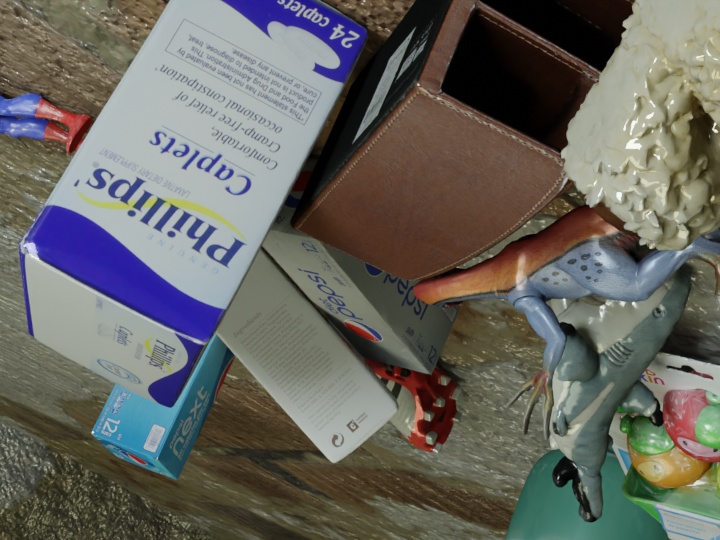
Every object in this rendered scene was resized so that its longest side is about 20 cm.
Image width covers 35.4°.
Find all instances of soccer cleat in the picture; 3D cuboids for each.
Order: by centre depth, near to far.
[{"bbox_3d":[0.032,0.099,1.033,0.085,0.069,0.200,20,157,36],"label":"soccer cleat"}]

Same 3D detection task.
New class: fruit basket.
[{"bbox_3d":[0.246,0.126,0.801,0.185,0.094,0.200,9,151,37],"label":"fruit basket"}]

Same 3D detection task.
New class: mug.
[{"bbox_3d":[0.212,0.231,1.068,0.184,0.115,0.152,4,151,43],"label":"mug"}]

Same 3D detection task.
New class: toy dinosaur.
[{"bbox_3d":[0.114,-0.014,0.629,0.180,0.105,0.201,5,121,18],"label":"toy dinosaur"}]

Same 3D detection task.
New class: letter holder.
[{"bbox_3d":[0.069,-0.061,0.569,0.142,0.101,0.200,27,159,-10],"label":"letter holder"}]

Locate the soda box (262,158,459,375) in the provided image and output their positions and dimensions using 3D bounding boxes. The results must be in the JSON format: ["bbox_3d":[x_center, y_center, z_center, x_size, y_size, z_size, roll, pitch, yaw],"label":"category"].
[{"bbox_3d":[0.000,0.000,0.830,0.068,0.064,0.200,11,155,35],"label":"soda box"}]

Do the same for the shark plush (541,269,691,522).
[{"bbox_3d":[0.162,0.089,0.740,0.083,0.201,0.091,4,-163,6],"label":"shark plush"}]

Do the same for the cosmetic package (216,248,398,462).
[{"bbox_3d":[-0.064,0.047,0.885,0.200,0.074,0.102,51,177,-11],"label":"cosmetic package"}]

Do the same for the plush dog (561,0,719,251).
[{"bbox_3d":[0.191,-0.075,0.397,0.171,0.161,0.200,12,179,-18],"label":"plush dog"}]

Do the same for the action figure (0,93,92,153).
[{"bbox_3d":[-0.306,-0.130,0.887,0.199,0.052,0.065,24,163,8],"label":"action figure"}]

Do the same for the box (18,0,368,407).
[{"bbox_3d":[-0.100,-0.044,0.647,0.105,0.201,0.184,27,159,-5],"label":"box"}]

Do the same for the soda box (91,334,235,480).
[{"bbox_3d":[-0.148,0.068,0.959,0.064,0.201,0.068,18,158,15],"label":"soda box"}]
